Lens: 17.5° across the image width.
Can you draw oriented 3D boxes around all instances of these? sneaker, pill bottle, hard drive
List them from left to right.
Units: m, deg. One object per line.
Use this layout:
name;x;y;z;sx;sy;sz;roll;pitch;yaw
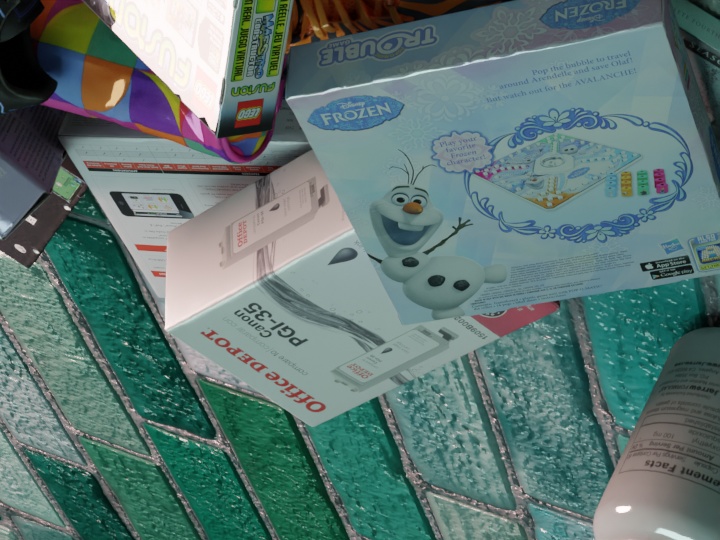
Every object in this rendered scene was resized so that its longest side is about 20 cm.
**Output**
sneaker;-0.225;-0.180;1.335;0.078;0.070;0.201;3;127;18
hard drive;-0.271;-0.081;1.720;0.139;0.038;0.200;33;155;-7
sneaker;-0.011;-0.138;1.241;0.200;0.112;0.078;-8;93;51
pill bottle;0.207;0.146;1.429;0.114;0.200;0.114;23;154;12

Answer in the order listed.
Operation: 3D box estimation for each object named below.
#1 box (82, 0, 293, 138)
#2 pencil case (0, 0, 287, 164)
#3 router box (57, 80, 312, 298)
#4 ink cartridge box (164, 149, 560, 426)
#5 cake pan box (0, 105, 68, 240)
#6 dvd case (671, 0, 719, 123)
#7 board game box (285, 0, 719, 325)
box;-0.102;-0.166;1.233;0.200;0.035;0.110;46;136;42
pencil case;-0.139;-0.126;1.404;0.199;0.089;0.088;20;153;25
router box;-0.070;-0.048;1.510;0.199;0.049;0.180;3;145;23
ink cartridge box;0.000;0.000;1.422;0.200;0.083;0.146;-28;135;30
cake pan box;-0.267;-0.121;1.483;0.184;0.052;0.200;39;-164;-15
dvd case;0.120;-0.108;1.283;0.146;0.022;0.200;31;153;-4
board game box;0.086;-0.059;1.246;0.199;0.043;0.199;-10;140;16
